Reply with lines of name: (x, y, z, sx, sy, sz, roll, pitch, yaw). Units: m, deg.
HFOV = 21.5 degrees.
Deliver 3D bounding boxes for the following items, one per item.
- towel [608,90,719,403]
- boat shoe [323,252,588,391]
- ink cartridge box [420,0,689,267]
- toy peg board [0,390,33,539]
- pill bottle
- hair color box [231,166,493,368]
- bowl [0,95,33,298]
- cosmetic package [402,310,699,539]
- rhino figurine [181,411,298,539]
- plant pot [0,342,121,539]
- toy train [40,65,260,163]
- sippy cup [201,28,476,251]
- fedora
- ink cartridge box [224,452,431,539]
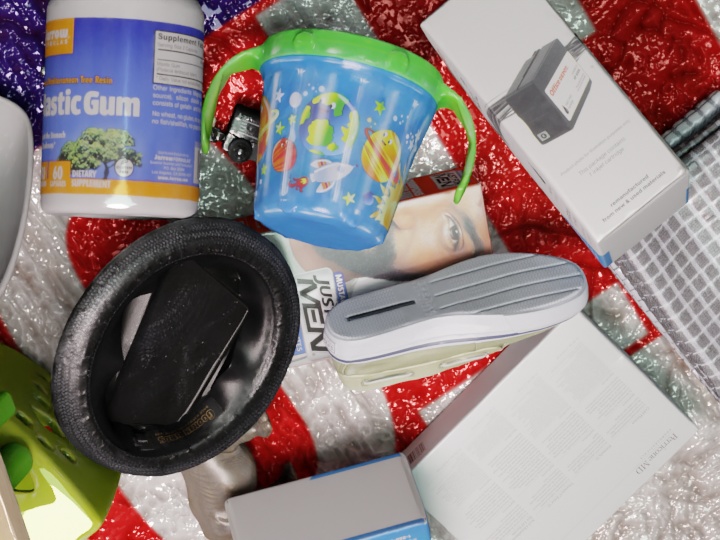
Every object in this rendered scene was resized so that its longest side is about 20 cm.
towel: (0.286, -0.017, 1.465, 0.165, 0.086, 0.200, -39, 107, 3)
boat shoe: (0.071, 0.038, 1.404, 0.199, 0.072, 0.062, -11, 133, -1)
ink cartridge box: (0.141, -0.111, 1.349, 0.084, 0.145, 0.200, -38, 79, 5)
toy peg board: (-0.319, 0.096, 1.232, 0.198, 0.098, 0.201, -12, 105, 17)
pill bottle: (-0.165, -0.138, 1.322, 0.111, 0.112, 0.202, 1, 89, -8)
hair color box: (0.000, 0.000, 1.441, 0.199, 0.064, 0.112, -14, 107, -5)
bowl: (-0.335, -0.045, 1.332, 0.199, 0.201, 0.075, 11, 143, -11)
cosmetic package: (0.146, 0.141, 1.508, 0.200, 0.052, 0.151, -45, 105, 5)
rhino figurine: (-0.112, 0.126, 1.463, 0.087, 0.060, 0.201, -25, 106, -3)
plant pot: (-0.306, 0.142, 1.374, 0.200, 0.199, 0.182, -37, 101, 4)
toy train: (-0.139, -0.122, 1.402, 0.199, 0.034, 0.046, 19, 99, -13)
sippy cup: (-0.017, -0.087, 1.355, 0.139, 0.177, 0.131, 26, 71, -51)
fedora: (-0.144, 0.044, 1.367, 0.199, 0.092, 0.202, -12, 116, -25)
ink cartridge box: (-0.013, 0.255, 1.465, 0.144, 0.084, 0.201, -15, 128, -6)
